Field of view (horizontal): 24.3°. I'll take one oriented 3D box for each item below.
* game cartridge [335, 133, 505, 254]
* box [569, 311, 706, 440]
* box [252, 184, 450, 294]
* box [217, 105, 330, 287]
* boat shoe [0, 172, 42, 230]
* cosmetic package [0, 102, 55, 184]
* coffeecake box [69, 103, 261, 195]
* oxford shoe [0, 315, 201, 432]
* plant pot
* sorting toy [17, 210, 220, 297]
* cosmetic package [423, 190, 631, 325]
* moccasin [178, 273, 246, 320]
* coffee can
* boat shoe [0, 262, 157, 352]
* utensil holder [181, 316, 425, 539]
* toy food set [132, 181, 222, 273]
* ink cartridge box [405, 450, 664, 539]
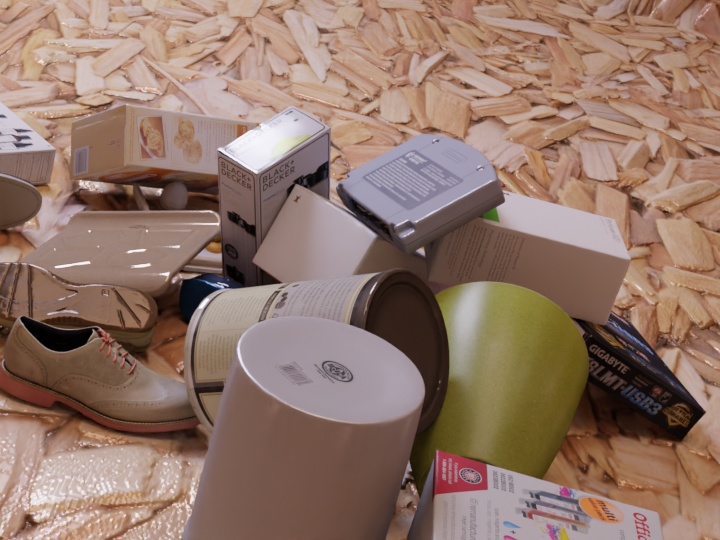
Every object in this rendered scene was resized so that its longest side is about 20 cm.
[{"bbox_3d":[0.065,-0.084,1.713,0.133,0.041,0.200,-32,26,-8],"label":"game cartridge"},{"bbox_3d":[0.263,0.080,1.850,0.199,0.050,0.199,32,15,-30],"label":"box"},{"bbox_3d":[0.000,0.000,1.793,0.124,0.098,0.200,33,5,33],"label":"box"},{"bbox_3d":[-0.091,-0.061,1.794,0.060,0.201,0.116,31,48,31],"label":"box"},{"bbox_3d":[-0.447,-0.088,1.813,0.198,0.073,0.063,-1,32,-24],"label":"boat shoe"},{"bbox_3d":[-0.451,-0.166,2.006,0.082,0.051,0.200,-6,33,-43],"label":"cosmetic package"},{"bbox_3d":[-0.220,-0.139,1.971,0.199,0.074,0.153,5,-6,-33],"label":"coffeecake box"},{"bbox_3d":[-0.234,0.095,1.547,0.198,0.075,0.071,13,23,-8],"label":"oxford shoe"},{"bbox_3d":[0.113,0.144,1.573,0.186,0.188,0.201,17,37,2],"label":"plant pot"},{"bbox_3d":[-0.257,-0.013,1.766,0.183,0.037,0.200,0,22,14],"label":"sorting toy"},{"bbox_3d":[0.172,-0.021,1.758,0.198,0.085,0.108,12,24,-9],"label":"cosmetic package"},{"bbox_3d":[-0.098,0.047,1.736,0.199,0.081,0.068,32,24,29],"label":"moccasin"},{"bbox_3d":[-0.040,0.080,1.519,0.199,0.148,0.146,-6,10,33],"label":"coffee can"},{"bbox_3d":[-0.301,0.045,1.648,0.198,0.063,0.074,13,51,-3],"label":"boat shoe"},{"bbox_3d":[-0.045,0.162,1.363,0.169,0.201,0.170,13,26,-7],"label":"utensil holder"},{"bbox_3d":[-0.158,-0.054,1.939,0.198,0.061,0.144,5,26,-22],"label":"toy food set"},{"bbox_3d":[0.134,0.262,1.339,0.198,0.146,0.146,16,23,-3],"label":"ink cartridge box"}]
